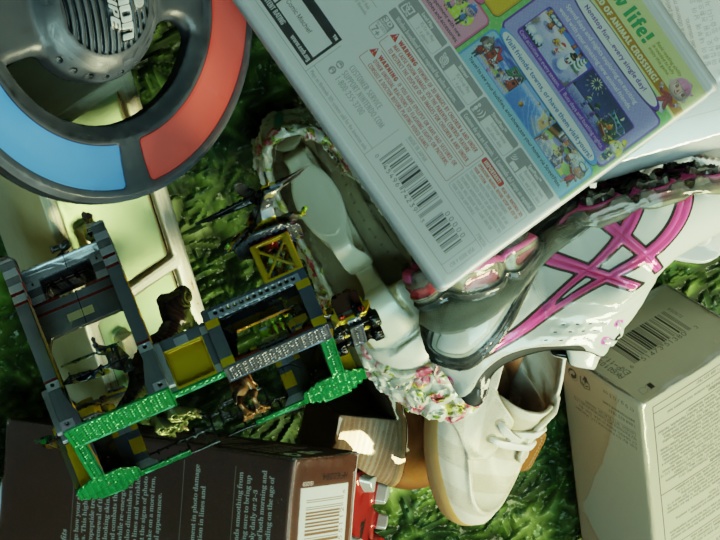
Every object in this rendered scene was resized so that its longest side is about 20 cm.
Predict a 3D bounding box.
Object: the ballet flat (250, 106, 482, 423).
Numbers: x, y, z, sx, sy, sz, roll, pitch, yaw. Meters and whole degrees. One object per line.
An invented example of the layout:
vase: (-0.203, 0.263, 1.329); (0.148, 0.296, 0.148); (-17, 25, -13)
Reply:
ballet flat: (0.000, 0.000, 1.450); (0.075, 0.064, 0.201); (-35, 88, 6)

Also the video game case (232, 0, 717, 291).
video game case: (0.056, -0.122, 1.368); (0.182, 0.022, 0.201); (-36, 93, -5)

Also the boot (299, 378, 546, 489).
boot: (0.060, 0.041, 1.561); (0.154, 0.077, 0.201); (3, 112, -30)

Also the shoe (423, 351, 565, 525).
shoe: (0.082, 0.054, 1.508); (0.070, 0.053, 0.202); (-6, 110, -44)

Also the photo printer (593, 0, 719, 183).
photo printer: (0.111, -0.128, 1.425); (0.199, 0.069, 0.168); (-16, 94, -9)

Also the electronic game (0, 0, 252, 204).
electronic game: (-0.136, -0.133, 1.329); (0.199, 0.041, 0.202); (2, 86, -39)

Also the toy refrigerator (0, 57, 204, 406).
toy refrigerator: (-0.143, -0.018, 1.430); (0.076, 0.070, 0.201); (-36, 133, -27)

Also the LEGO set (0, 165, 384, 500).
LEGO set: (-0.097, 0.022, 1.380); (0.199, 0.116, 0.154); (-26, 160, 5)

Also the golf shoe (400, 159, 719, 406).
golf shoe: (0.122, 0.003, 1.435); (0.199, 0.073, 0.093); (-22, 101, -12)

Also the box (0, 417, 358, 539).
box: (-0.103, 0.140, 1.474); (0.075, 0.199, 0.101); (1, 94, -60)

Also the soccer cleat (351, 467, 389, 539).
soccer cleat: (-0.026, 0.158, 1.562); (0.085, 0.069, 0.200); (10, 163, 8)

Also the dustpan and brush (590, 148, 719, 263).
dustpan and brush: (0.143, -0.058, 1.516); (0.199, 0.057, 0.140); (30, 154, -4)

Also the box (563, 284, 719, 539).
box: (0.188, 0.121, 1.642); (0.095, 0.078, 0.201); (-29, 131, -26)
